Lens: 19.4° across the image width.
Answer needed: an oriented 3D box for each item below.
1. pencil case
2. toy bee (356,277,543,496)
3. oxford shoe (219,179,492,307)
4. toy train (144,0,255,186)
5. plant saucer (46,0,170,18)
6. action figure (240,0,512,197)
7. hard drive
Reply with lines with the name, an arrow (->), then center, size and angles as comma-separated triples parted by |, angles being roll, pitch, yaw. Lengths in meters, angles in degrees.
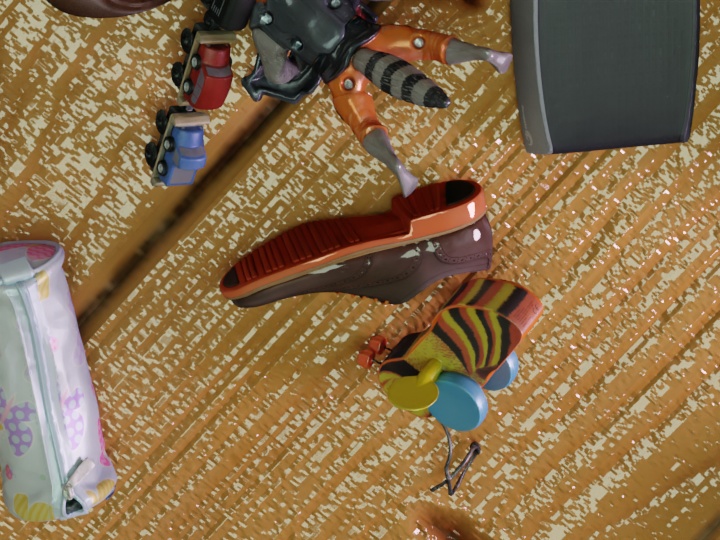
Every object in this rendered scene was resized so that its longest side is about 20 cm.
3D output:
pencil case -> -0.231, 0.078, 1.494 | 0.083, 0.091, 0.200 | -10, 109, -2
toy bee -> 0.050, 0.072, 1.511 | 0.109, 0.131, 0.200 | 31, 116, 10
oxford shoe -> 0.000, 0.000, 1.501 | 0.200, 0.071, 0.073 | -16, 115, 0
toy train -> -0.105, -0.134, 1.432 | 0.034, 0.046, 0.200 | -7, 132, -38
plant saucer -> -0.127, -0.241, 1.350 | 0.034, 0.200, 0.200 | 39, 104, 24
action figure -> 0.005, -0.176, 1.413 | 0.193, 0.105, 0.200 | 37, 98, 13
hard drive -> 0.174, -0.179, 1.469 | 0.135, 0.042, 0.200 | -5, 109, -4
